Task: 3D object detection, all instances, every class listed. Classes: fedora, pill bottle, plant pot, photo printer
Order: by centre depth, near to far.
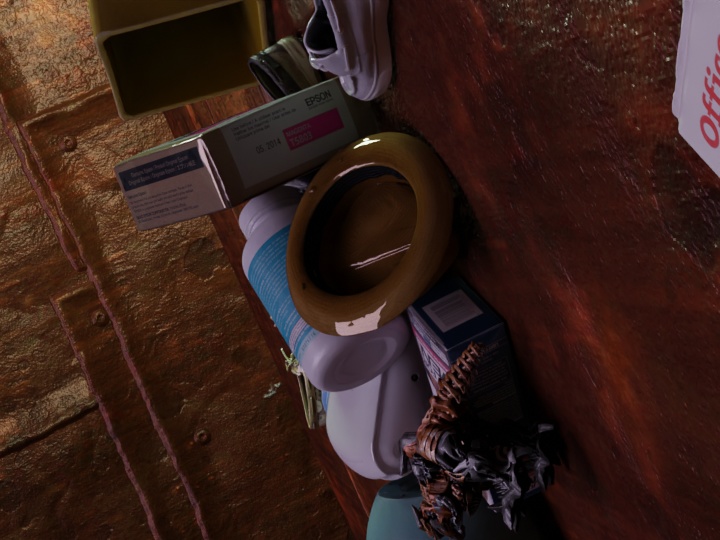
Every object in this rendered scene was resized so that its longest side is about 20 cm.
[{"bbox_3d":[0.021,-0.025,1.191,0.082,0.201,0.201,21,-154,-42],"label":"fedora"},{"bbox_3d":[-0.044,0.011,1.304,0.200,0.111,0.111,56,167,28],"label":"pill bottle"},{"bbox_3d":[0.095,0.285,1.357,0.201,0.200,0.161,-174,68,-78],"label":"plant pot"},{"bbox_3d":[0.021,0.114,1.396,0.166,0.069,0.200,-166,83,-70],"label":"photo printer"},{"bbox_3d":[-0.228,-0.330,1.597,0.196,0.194,0.200,90,163,-67],"label":"plant pot"}]

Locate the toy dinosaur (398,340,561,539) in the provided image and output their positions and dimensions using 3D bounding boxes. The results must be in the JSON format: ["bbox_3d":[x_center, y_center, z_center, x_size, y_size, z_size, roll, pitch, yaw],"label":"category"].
[{"bbox_3d":[0.091,0.158,1.159,0.136,0.102,0.200,18,143,25],"label":"toy dinosaur"}]

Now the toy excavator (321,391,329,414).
[{"bbox_3d":[0.045,0.161,1.517,0.200,0.194,0.100,-78,-26,-57],"label":"toy excavator"}]

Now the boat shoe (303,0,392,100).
[{"bbox_3d":[-0.015,-0.198,1.112,0.072,0.068,0.200,62,169,16],"label":"boat shoe"}]

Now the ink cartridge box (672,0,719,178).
[{"bbox_3d":[0.187,-0.041,0.398,0.200,0.083,0.147,58,168,34],"label":"ink cartridge box"}]

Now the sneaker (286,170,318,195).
[{"bbox_3d":[-0.064,-0.121,1.505,0.070,0.090,0.200,28,177,-19],"label":"sneaker"}]

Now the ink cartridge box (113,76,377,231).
[{"bbox_3d":[-0.110,-0.114,1.293,0.165,0.200,0.075,-12,103,50],"label":"ink cartridge box"}]

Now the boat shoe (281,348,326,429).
[{"bbox_3d":[-0.100,0.202,2.519,0.073,0.063,0.200,-153,40,-75],"label":"boat shoe"}]

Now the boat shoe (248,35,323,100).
[{"bbox_3d":[-0.056,-0.159,1.423,0.201,0.066,0.072,61,169,23],"label":"boat shoe"}]

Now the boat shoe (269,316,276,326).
[{"bbox_3d":[-0.068,0.039,1.459,0.200,0.069,0.074,-115,36,-50],"label":"boat shoe"}]

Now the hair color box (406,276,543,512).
[{"bbox_3d":[0.108,0.116,1.247,0.100,0.060,0.200,51,163,57],"label":"hair color box"}]
